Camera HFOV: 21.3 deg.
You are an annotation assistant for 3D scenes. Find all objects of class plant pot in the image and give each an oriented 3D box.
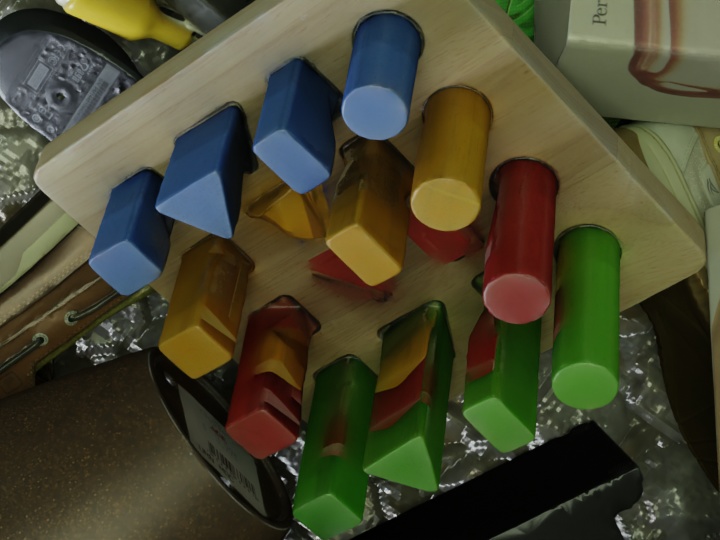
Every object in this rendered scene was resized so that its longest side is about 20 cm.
[{"bbox_3d":[-0.132,0.128,0.791,0.200,0.187,0.187,-37,92,9],"label":"plant pot"}]

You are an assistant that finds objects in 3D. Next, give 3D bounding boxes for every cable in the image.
[{"bbox_3d":[-0.050,-0.106,0.852,0.200,0.050,0.097,40,59,-16],"label":"cable"}]

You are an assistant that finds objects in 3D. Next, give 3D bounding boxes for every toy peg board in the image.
[{"bbox_3d":[0.000,0.000,0.752,0.200,0.098,0.199,-30,121,29],"label":"toy peg board"}]

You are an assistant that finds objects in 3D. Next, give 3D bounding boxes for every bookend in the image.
[{"bbox_3d":[0.063,0.203,0.841,0.200,0.092,0.199,-27,99,-1],"label":"bookend"}]

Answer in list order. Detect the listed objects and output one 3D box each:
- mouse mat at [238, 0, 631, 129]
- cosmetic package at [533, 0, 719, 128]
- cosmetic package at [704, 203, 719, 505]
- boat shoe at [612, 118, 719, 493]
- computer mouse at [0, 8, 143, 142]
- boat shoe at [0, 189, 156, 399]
[{"bbox_3d":[0.044,-0.099,0.832,0.161,0.008,0.200,42,83,-8],"label":"mouse mat"},{"bbox_3d":[0.176,-0.115,0.788,0.200,0.087,0.104,4,76,-4],"label":"cosmetic package"},{"bbox_3d":[0.201,0.068,0.758,0.105,0.071,0.200,7,73,-29],"label":"cosmetic package"},{"bbox_3d":[0.166,0.022,0.830,0.066,0.074,0.200,-26,97,-26],"label":"boat shoe"},{"bbox_3d":[-0.080,-0.051,0.858,0.200,0.034,0.059,38,122,-8],"label":"computer mouse"},{"bbox_3d":[-0.165,0.037,0.848,0.200,0.072,0.068,-41,105,14],"label":"boat shoe"}]
